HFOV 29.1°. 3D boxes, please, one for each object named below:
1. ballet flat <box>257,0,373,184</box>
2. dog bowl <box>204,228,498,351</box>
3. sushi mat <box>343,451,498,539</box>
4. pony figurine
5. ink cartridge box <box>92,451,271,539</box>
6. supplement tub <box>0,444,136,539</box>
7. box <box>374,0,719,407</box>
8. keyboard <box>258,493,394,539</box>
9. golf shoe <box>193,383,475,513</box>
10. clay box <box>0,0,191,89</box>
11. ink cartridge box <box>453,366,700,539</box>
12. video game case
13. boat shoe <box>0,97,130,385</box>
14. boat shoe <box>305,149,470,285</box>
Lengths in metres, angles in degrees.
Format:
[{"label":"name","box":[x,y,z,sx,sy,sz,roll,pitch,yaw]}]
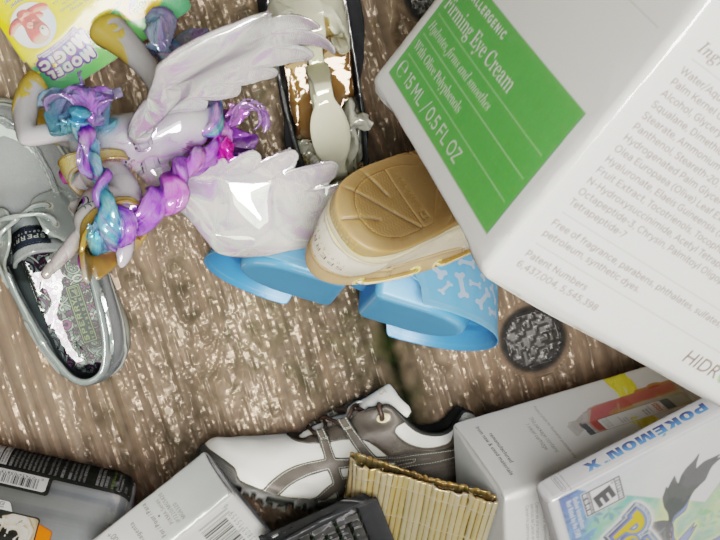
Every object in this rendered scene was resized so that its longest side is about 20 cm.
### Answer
[{"label":"ballet flat","box":[-0.027,-0.135,0.906,0.073,0.073,0.201,-8,99,-3]},{"label":"dog bowl","box":[0.000,0.000,0.911,0.199,0.111,0.050,18,74,-7]},{"label":"sushi mat","box":[0.031,0.182,0.911,0.095,0.200,0.012,14,54,6]},{"label":"pony figurine","box":[-0.112,-0.080,0.817,0.192,0.200,0.167,-23,131,-9]},{"label":"ink cartridge box","box":[-0.121,0.229,0.896,0.173,0.044,0.200,-37,140,-8]},{"label":"supplement tub","box":[-0.255,0.173,0.907,0.199,0.123,0.123,13,97,-6]},{"label":"box","box":[0.150,-0.074,0.726,0.200,0.199,0.171,28,112,-31]},{"label":"keyboard","box":[-0.028,0.223,0.906,0.127,0.021,0.200,-23,138,-5]},{"label":"golf shoe","box":[-0.013,0.119,0.947,0.199,0.078,0.095,9,95,-17]},{"label":"clay box","box":[-0.206,-0.224,0.889,0.115,0.048,0.200,-32,101,1]},{"label":"ink cartridge box","box":[0.170,0.151,0.918,0.199,0.083,0.146,-15,122,-15]},{"label":"video game case","box":[0.209,0.164,0.843,0.182,0.022,0.201,-26,123,-9]},{"label":"boat shoe","box":[-0.204,-0.018,0.907,0.070,0.072,0.201,-22,98,0]},{"label":"boat shoe","box":[0.045,-0.039,0.845,0.200,0.069,0.074,-16,73,-41]}]
